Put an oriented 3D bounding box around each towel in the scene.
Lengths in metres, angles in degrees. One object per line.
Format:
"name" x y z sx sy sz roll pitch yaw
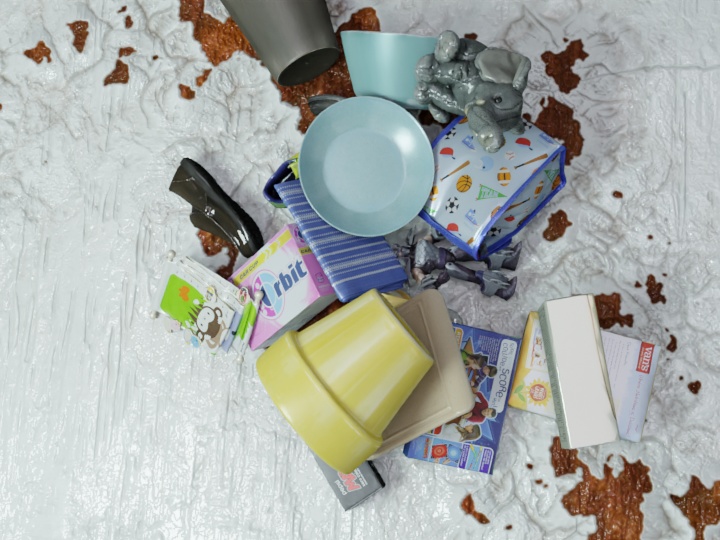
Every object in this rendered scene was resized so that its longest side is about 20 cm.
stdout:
"towel" -0.026 -0.049 1.337 0.024 0.144 0.202 -45 69 40

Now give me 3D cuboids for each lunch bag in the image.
"lunch bag" 0.178 -0.129 1.369 0.200 0.124 0.170 -45 60 -11

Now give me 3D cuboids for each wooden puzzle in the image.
"wooden puzzle" 0.060 0.150 1.327 0.199 0.037 0.187 -30 60 28

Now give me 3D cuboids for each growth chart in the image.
"growth chart" -0.237 0.058 1.411 0.198 0.018 0.147 25 114 23

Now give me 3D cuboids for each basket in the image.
"basket" -0.121 -0.408 1.467 0.178 0.136 0.202 -27 82 5

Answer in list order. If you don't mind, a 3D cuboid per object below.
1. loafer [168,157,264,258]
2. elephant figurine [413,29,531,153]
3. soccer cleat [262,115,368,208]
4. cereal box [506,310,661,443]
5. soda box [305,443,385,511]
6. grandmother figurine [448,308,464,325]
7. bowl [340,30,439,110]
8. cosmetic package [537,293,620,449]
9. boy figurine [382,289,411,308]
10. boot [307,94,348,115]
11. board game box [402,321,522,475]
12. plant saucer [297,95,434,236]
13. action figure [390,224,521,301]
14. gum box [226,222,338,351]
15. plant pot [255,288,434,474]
"loafer" -0.228 -0.087 1.459 0.071 0.073 0.200 -44 73 8
"elephant figurine" 0.178 -0.235 1.281 0.199 0.141 0.156 38 89 36
"soccer cleat" -0.067 -0.164 1.394 0.200 0.083 0.065 -41 75 20
"cereal box" 0.325 0.155 1.361 0.197 0.040 0.146 16 83 9
"soda box" -0.043 0.250 1.377 0.070 0.063 0.202 -33 79 0
"grandmother figurine" 0.092 0.149 1.382 0.120 0.061 0.202 32 88 2
"bowl" 0.064 -0.300 1.409 0.197 0.201 0.107 5 101 8
"cosmetic package" 0.301 0.142 1.293 0.072 0.104 0.204 -10 80 4
"boy figurine" 0.000 0.000 1.384 0.064 0.124 0.200 -42 83 11
"boot" -0.020 -0.168 1.447 0.198 0.069 0.177 23 92 17
"board game box" 0.148 0.182 1.346 0.133 0.034 0.203 14 89 -10
"plant saucer" 0.008 -0.147 1.344 0.197 0.039 0.205 1 84 -6
"action figure" 0.137 -0.017 1.394 0.196 0.070 0.132 9 63 0
"gum box" -0.116 0.026 1.373 0.199 0.066 0.115 -38 73 42
"plant pot" -0.009 0.135 1.252 0.188 0.201 0.201 -40 78 3
